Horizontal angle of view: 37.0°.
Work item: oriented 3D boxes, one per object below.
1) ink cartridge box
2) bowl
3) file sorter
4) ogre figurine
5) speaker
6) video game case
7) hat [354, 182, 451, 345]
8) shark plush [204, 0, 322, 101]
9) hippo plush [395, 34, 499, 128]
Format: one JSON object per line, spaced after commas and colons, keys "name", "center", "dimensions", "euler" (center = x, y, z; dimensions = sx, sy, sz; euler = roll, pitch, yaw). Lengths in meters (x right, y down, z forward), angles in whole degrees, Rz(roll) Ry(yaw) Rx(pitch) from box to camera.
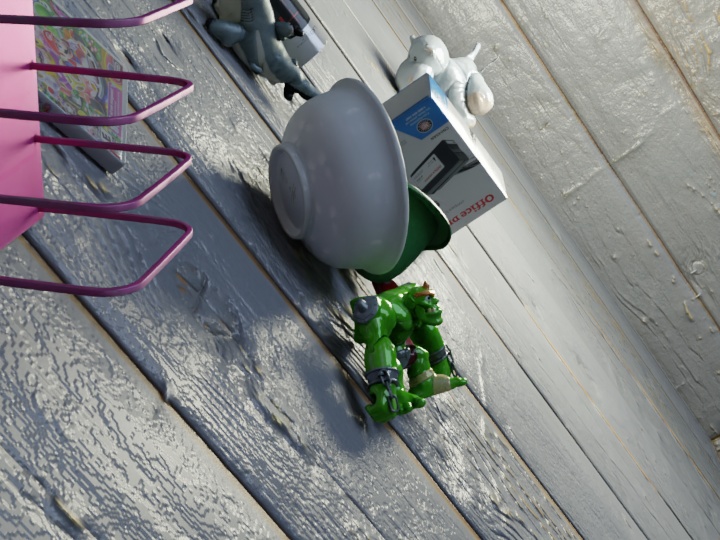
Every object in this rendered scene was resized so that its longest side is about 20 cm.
{"name": "ink cartridge box", "center": [0.096, -0.152, 1.526], "dimensions": [0.200, 0.144, 0.085], "euler": [48, 21, -26]}
{"name": "bowl", "center": [-0.035, -0.087, 1.088], "dimensions": [0.089, 0.202, 0.203], "euler": [-13, 63, -24]}
{"name": "file sorter", "center": [-0.166, -0.102, 0.608], "dimensions": [0.139, 0.124, 0.203], "euler": [-68, 163, -68]}
{"name": "ogre figurine", "center": [0.041, 0.077, 1.088], "dimensions": [0.199, 0.097, 0.121], "euler": [-16, 89, -47]}
{"name": "speaker", "center": [-0.128, -0.347, 1.361], "dimensions": [0.201, 0.081, 0.081], "euler": [51, 18, -22]}
{"name": "video game case", "center": [-0.256, -0.181, 0.834], "dimensions": [0.200, 0.018, 0.144], "euler": [44, 23, -38]}
{"name": "hat", "center": [0.000, 0.000, 1.198], "dimensions": [0.198, 0.177, 0.166], "euler": [18, -22, 28]}
{"name": "shark plush", "center": [-0.106, -0.270, 1.282], "dimensions": [0.201, 0.083, 0.091], "euler": [53, 18, -14]}
{"name": "hippo plush", "center": [0.158, -0.363, 2.012], "dimensions": [0.160, 0.201, 0.159], "euler": [32, 8, -38]}
